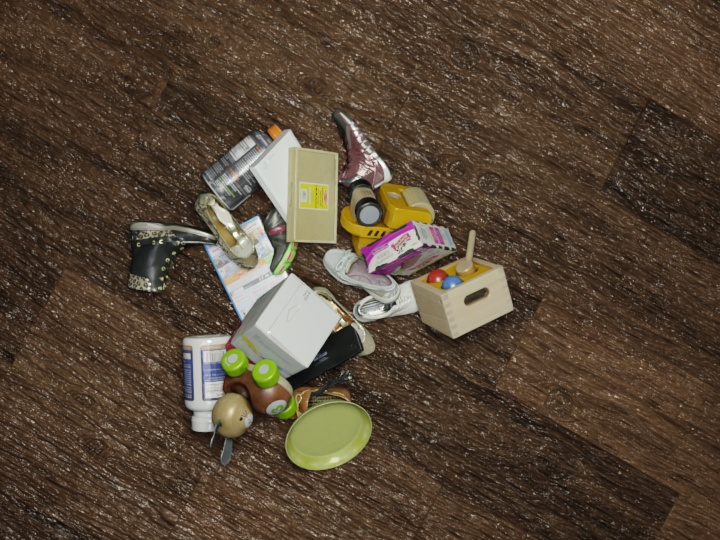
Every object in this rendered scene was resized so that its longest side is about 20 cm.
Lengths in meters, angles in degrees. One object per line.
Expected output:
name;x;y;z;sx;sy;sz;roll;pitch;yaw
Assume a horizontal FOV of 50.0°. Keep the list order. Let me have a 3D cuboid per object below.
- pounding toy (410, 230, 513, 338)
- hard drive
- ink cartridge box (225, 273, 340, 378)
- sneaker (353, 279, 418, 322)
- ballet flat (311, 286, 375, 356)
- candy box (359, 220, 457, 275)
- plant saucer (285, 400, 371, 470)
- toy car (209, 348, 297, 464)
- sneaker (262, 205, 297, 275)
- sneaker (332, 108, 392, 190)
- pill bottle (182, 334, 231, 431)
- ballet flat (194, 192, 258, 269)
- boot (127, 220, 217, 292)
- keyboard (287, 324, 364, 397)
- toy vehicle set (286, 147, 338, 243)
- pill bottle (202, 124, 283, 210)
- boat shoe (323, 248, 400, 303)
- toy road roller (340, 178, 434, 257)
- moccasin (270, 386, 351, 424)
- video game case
pounding toy;0.225;0.024;1.684;0.198;0.184;0.144;-23;107;-16
hard drive;-0.144;-0.185;1.681;0.132;0.026;0.201;-52;125;-30
ink cartridge box;-0.166;0.128;1.634;0.144;0.200;0.146;40;59;-10
sneaker;0.081;0.072;1.734;0.197;0.071;0.074;-21;90;-4
ballet flat;-0.045;0.119;1.736;0.200;0.062;0.067;45;88;-1
candy box;0.105;-0.043;1.640;0.135;0.199;0.062;-28;77;25
plant saucer;-0.072;0.357;1.706;0.197;0.031;0.202;-10;124;-14
toy car;-0.245;0.298;1.607;0.156;0.165;0.201;14;57;24
sneaker;-0.181;-0.088;1.732;0.082;0.077;0.203;6;78;4
sneaker;-0.027;-0.255;1.734;0.115;0.076;0.201;-38;91;2
pill bottle;-0.333;0.246;1.702;0.109;0.111;0.203;-2;90;-2
ballet flat;-0.284;-0.084;1.680;0.068;0.075;0.201;-44;108;-25
boot;-0.422;-0.026;1.723;0.200;0.073;0.156;7;92;3
keyboard;-0.078;0.212;1.690;0.198;0.021;0.128;-30;53;15
toy vehicle set;-0.104;-0.161;1.684;0.123;0.026;0.203;2;90;-45
pill bottle;-0.243;-0.234;1.710;0.199;0.106;0.107;-39;91;-1
boat shoe;0.000;0.002;1.708;0.201;0.065;0.075;33;71;25
toy road roller;0.053;-0.107;1.712;0.197;0.123;0.148;4;121;-15
moccasin;-0.119;0.301;1.724;0.198;0.078;0.075;2;92;-2
video game case;-0.249;-0.002;1.753;0.142;0.018;0.202;-27;91;-1
